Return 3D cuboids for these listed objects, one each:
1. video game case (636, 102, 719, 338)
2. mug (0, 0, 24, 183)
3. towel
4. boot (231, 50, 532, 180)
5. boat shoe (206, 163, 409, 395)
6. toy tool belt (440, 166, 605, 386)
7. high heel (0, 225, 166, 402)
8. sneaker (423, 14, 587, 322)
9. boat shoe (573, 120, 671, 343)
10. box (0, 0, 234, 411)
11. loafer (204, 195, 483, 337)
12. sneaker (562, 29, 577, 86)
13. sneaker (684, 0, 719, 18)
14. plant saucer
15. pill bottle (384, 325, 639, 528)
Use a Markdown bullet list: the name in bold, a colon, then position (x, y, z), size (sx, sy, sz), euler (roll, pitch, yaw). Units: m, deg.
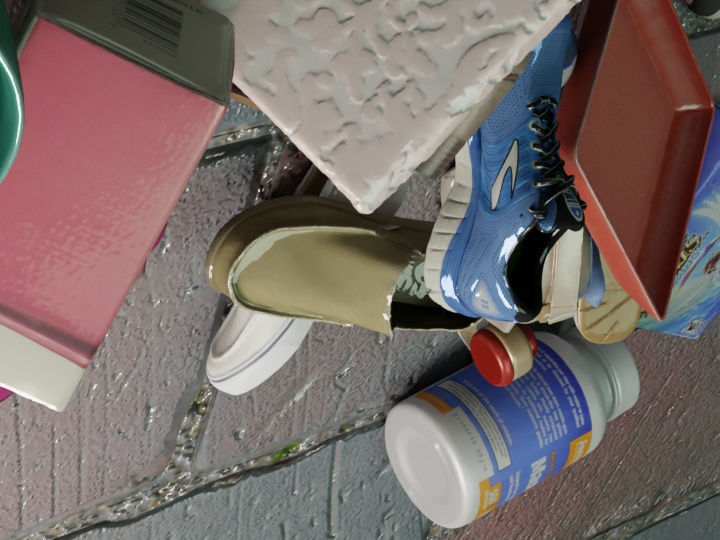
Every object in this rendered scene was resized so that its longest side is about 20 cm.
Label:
- **video game case**: position (0.292, -0.036, 1.720), size (0.181, 0.045, 0.200), euler (12, 119, -53)
- **mug**: position (-0.250, -0.106, 0.927), size (0.184, 0.115, 0.152), euler (20, 124, -32)
- **towel**: position (0.006, -0.166, 1.119), size (0.200, 0.191, 0.032), euler (-46, -176, 1)
- **boot**: position (0.000, -0.147, 1.171), size (0.070, 0.199, 0.147), euler (-94, -155, -84)
- **boat shoe**: position (-0.052, -0.007, 1.344), size (0.070, 0.071, 0.200), euler (29, 109, -30)
- **toy tool belt**: position (0.138, -0.014, 1.488), size (0.123, 0.125, 0.201), euler (-27, 136, -23)
- **high heel**: position (-0.195, 0.008, 1.180), size (0.200, 0.067, 0.096), euler (-41, 162, -35)
- **sneaker**: position (0.104, -0.062, 1.229), size (0.078, 0.089, 0.201), euler (-11, 116, -49)
- **boat shoe**: position (0.191, -0.047, 1.574), size (0.070, 0.069, 0.201), euler (3, 111, -15)
- **box**: position (-0.157, -0.051, 1.064), size (0.109, 0.128, 0.201), euler (25, 113, -14)
- **loafer**: position (0.000, 0.000, 1.290), size (0.199, 0.067, 0.076), euler (0, 117, -23)
- **sneaker**: position (0.096, -0.190, 1.279), size (0.200, 0.080, 0.147), euler (-17, 130, -53)
- **sneaker**: position (0.228, -0.253, 1.382), size (0.087, 0.076, 0.201), euler (-16, 138, -14)
- **plant saucer**: position (0.189, -0.099, 1.424), size (0.200, 0.037, 0.201), euler (55, 44, -46)
- **pill bottle**: position (0.128, 0.118, 1.644), size (0.199, 0.112, 0.112), euler (-26, 144, -27)
